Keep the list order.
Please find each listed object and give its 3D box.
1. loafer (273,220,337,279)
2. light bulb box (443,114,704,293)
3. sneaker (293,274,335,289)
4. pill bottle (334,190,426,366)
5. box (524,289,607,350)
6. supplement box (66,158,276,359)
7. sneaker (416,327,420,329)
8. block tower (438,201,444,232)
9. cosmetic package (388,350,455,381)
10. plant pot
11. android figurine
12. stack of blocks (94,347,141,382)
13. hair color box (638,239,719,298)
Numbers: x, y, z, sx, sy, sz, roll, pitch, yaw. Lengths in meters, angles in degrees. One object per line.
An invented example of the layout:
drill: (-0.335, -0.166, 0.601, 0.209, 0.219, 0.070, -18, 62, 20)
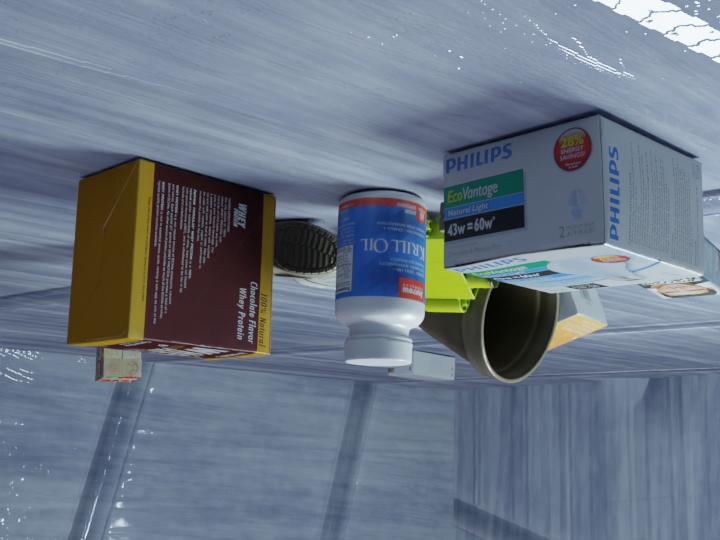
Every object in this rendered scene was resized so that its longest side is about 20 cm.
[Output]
loafer: (-0.112, -0.029, 1.330, 0.198, 0.076, 0.068, 9, 172, 13)
light bulb box: (0.219, -0.058, 0.996, 0.199, 0.126, 0.197, 11, 166, -43)
sneaker: (0.000, 0.000, 1.438, 0.199, 0.076, 0.115, 7, 169, -16)
pill bottle: (0.025, 0.012, 1.175, 0.111, 0.202, 0.112, 1, 169, 0)
box: (0.279, 0.075, 1.575, 0.199, 0.098, 0.124, -28, 154, 30)
supplement box: (-0.219, -0.003, 1.140, 0.132, 0.199, 0.199, -9, 165, 44)
sneaker: (0.156, 0.046, 1.708, 0.198, 0.081, 0.083, -15, 149, 26)
block tower: (0.179, -0.053, 1.182, 0.057, 0.055, 0.199, -7, 163, 41)
cosmetic package: (0.181, 0.281, 2.832, 0.101, 0.075, 0.199, -8, 163, 40)
plant pot: (0.177, 0.053, 1.462, 0.173, 0.202, 0.199, 13, 180, 44)
android figurine: (0.084, -0.010, 1.311, 0.198, 0.041, 0.183, 0, 139, 30)
stack of blocks: (-0.383, 0.074, 1.533, 0.058, 0.202, 0.115, 3, 169, -21)
hair color box: (0.455, -0.006, 1.387, 0.098, 0.061, 0.199, -6, 167, 31)
